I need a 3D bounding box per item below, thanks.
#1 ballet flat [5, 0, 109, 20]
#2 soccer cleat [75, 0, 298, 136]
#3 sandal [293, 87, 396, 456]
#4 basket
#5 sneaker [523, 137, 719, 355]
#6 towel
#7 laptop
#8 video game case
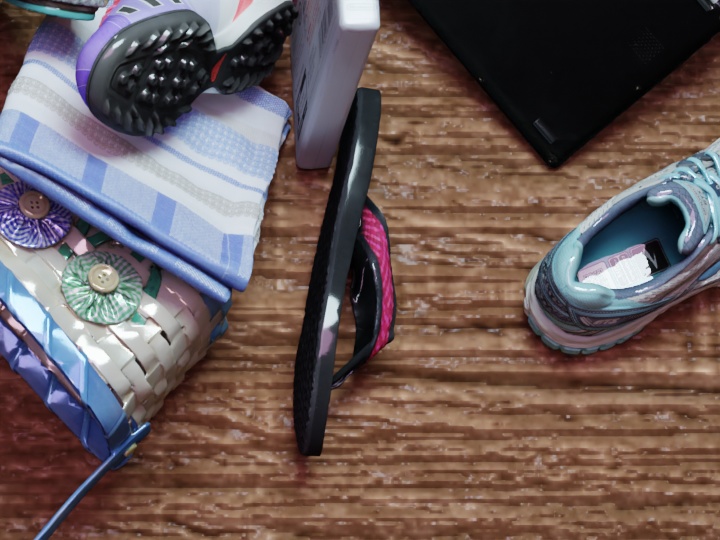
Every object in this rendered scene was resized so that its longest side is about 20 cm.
[{"bbox_3d":[-0.183,-0.169,1.231,0.072,0.200,0.073,-6,101,-32],"label":"ballet flat"},{"bbox_3d":[-0.101,-0.118,1.187,0.073,0.200,0.068,32,113,12],"label":"soccer cleat"},{"bbox_3d":[0.000,0.000,1.240,0.045,0.075,0.201,14,71,-9],"label":"sandal"},{"bbox_3d":[-0.177,0.034,1.188,0.176,0.139,0.200,43,79,10],"label":"basket"},{"bbox_3d":[0.179,-0.025,1.241,0.199,0.086,0.078,-34,78,-10],"label":"sneaker"},{"bbox_3d":[-0.106,-0.071,1.198,0.146,0.200,0.024,31,118,-12],"label":"towel"},{"bbox_3d":[0.125,-0.199,1.306,0.200,0.116,0.187,-40,94,16],"label":"laptop"},{"bbox_3d":[-0.018,-0.171,1.221,0.023,0.200,0.183,-1,73,-8],"label":"video game case"}]
